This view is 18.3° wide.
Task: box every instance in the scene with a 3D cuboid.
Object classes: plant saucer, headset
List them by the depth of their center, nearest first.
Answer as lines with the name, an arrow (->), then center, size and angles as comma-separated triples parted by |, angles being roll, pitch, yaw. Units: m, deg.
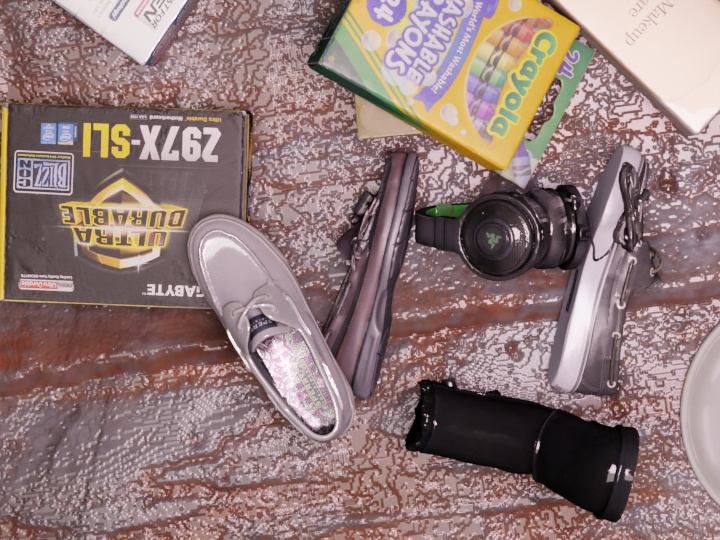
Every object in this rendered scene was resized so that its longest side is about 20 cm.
headset -> 0.131, -0.044, 1.698 | 0.199, 0.123, 0.095 | 10, 103, 43
plant saucer -> 0.353, 0.116, 1.759 | 0.198, 0.050, 0.202 | 0, 94, 3

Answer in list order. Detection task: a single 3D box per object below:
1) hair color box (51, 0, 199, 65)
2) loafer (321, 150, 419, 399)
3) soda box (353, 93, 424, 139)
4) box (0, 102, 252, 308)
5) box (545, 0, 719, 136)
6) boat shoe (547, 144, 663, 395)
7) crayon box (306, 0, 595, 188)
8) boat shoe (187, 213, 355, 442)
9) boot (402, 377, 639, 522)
hair color box -> -0.220, -0.258, 1.764 | 0.199, 0.061, 0.100 | 36, 96, 1
loafer -> 0.000, 0.000, 1.766 | 0.063, 0.072, 0.202 | 12, 98, 7
soda box -> 0.023, -0.206, 1.750 | 0.067, 0.064, 0.202 | -5, 94, 4
box -> -0.186, -0.052, 1.785 | 0.198, 0.049, 0.161 | 3, 93, 4
box -> 0.216, -0.204, 1.729 | 0.200, 0.078, 0.095 | 42, 95, 0
boat shoe -> 0.203, 0.005, 1.753 | 0.066, 0.070, 0.202 | 14, 95, -5
crayon box -> 0.077, -0.163, 1.698 | 0.199, 0.052, 0.126 | 29, 87, -13
boat shoe -> -0.072, 0.046, 1.727 | 0.072, 0.069, 0.201 | -26, 92, 4
boot -> 0.121, 0.131, 1.707 | 0.161, 0.198, 0.074 | 15, 92, -4
